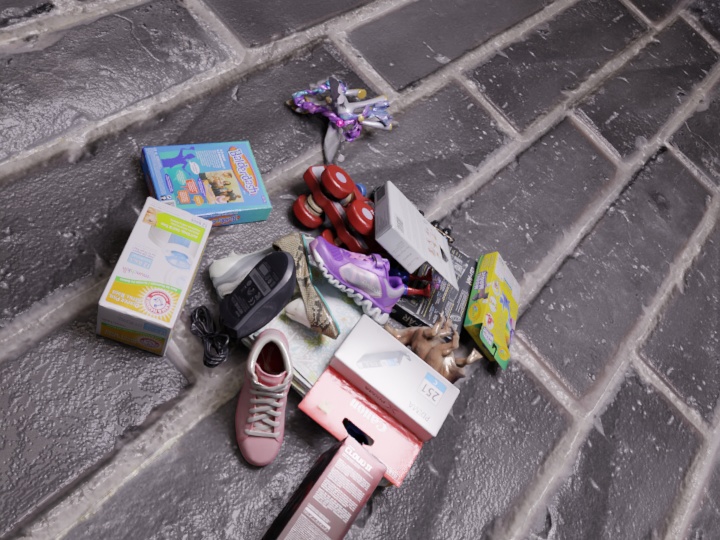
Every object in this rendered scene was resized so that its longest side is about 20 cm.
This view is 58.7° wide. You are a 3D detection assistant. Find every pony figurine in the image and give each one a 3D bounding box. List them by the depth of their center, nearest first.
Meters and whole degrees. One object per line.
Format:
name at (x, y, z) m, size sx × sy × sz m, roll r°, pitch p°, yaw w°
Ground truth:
pony figurine at (-0.036, -0.322, 1.312) m, size 0.196 × 0.169 × 0.193 m, roll -6°, pitch 32°, yaw -25°

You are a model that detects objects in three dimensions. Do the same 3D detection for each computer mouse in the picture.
computer mouse at (-0.168, 0.054, 0.986) m, size 0.053 × 0.200 × 0.139 m, roll 46°, pitch 3°, yaw -41°

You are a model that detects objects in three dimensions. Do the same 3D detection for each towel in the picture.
towel at (-0.080, 0.098, 1.059) m, size 0.171 × 0.048 × 0.200 m, roll 42°, pitch 51°, yaw -1°

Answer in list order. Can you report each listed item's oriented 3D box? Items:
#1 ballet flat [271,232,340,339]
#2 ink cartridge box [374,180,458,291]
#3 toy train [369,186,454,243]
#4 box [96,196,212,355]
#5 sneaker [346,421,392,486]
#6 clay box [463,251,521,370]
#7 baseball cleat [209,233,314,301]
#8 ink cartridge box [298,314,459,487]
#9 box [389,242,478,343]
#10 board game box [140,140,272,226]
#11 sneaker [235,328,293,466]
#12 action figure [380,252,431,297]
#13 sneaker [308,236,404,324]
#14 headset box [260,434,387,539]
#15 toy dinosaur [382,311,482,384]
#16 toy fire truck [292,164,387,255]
ballet flat at (-0.098, 0.031, 1.027) m, size 0.074 × 0.068 × 0.203 m, roll -17°, pitch 64°, yaw -12°
ink cartridge box at (0.097, -0.057, 1.163) m, size 0.173 × 0.043 × 0.201 m, roll 44°, pitch 22°, yaw -21°
toy train at (0.105, -0.104, 1.302) m, size 0.198 × 0.034 × 0.046 m, roll 31°, pitch 56°, yaw -6°
box at (-0.315, 0.010, 0.985) m, size 0.111 × 0.102 × 0.203 m, roll 21°, pitch 54°, yaw -12°
sneaker at (0.023, 0.237, 1.030) m, size 0.087 × 0.075 × 0.203 m, roll 14°, pitch 55°, yaw -17°
clay box at (0.253, 0.079, 1.226) m, size 0.115 × 0.047 × 0.202 m, roll 49°, pitch 46°, yaw -32°
baseball cleat at (-0.155, 0.006, 1.095) m, size 0.197 × 0.070 × 0.108 m, roll -17°, pitch 72°, yaw -22°
ink cartridge box at (0.032, 0.197, 0.989) m, size 0.199 × 0.045 × 0.177 m, roll 37°, pitch 57°, yaw 2°
box at (0.138, 0.029, 1.231) m, size 0.159 × 0.044 × 0.202 m, roll 32°, pitch 53°, yaw -5°
board game box at (-0.273, -0.153, 1.140) m, size 0.197 × 0.045 × 0.154 m, roll -10°, pitch 65°, yaw -30°
sneaker at (-0.140, 0.185, 0.927) m, size 0.074 × 0.105 × 0.205 m, roll 8°, pitch 84°, yaw -8°
action figure at (0.029, 0.010, 1.153) m, size 0.196 × 0.052 × 0.066 m, roll 3°, pitch 53°, yaw 10°
sneaker at (0.000, 0.000, 1.065) m, size 0.200 × 0.088 × 0.081 m, roll 41°, pitch 16°, yaw -28°
headset box at (-0.053, 0.325, 0.881) m, size 0.075 × 0.149 × 0.201 m, roll 39°, pitch 59°, yaw 1°
toy dinosaur at (0.117, 0.148, 1.084) m, size 0.086 × 0.136 × 0.200 m, roll 38°, pitch 9°, yaw -42°
toy fire truck at (-0.021, -0.111, 1.213) m, size 0.202 × 0.112 × 0.167 m, roll 56°, pitch 30°, yaw 12°
